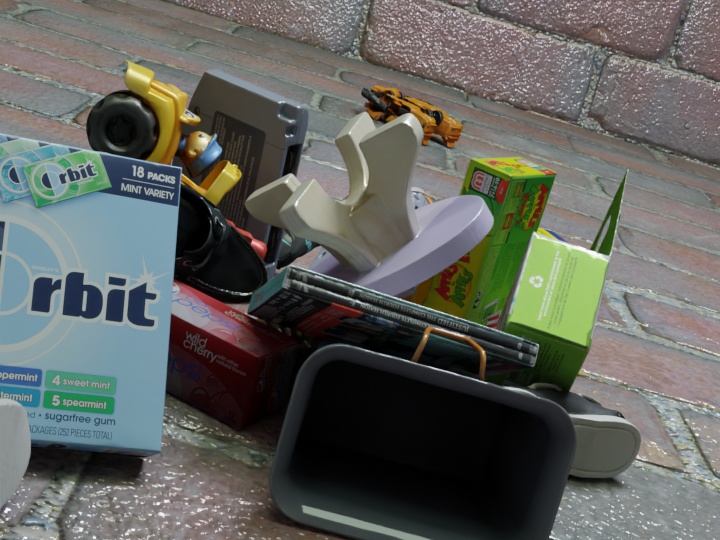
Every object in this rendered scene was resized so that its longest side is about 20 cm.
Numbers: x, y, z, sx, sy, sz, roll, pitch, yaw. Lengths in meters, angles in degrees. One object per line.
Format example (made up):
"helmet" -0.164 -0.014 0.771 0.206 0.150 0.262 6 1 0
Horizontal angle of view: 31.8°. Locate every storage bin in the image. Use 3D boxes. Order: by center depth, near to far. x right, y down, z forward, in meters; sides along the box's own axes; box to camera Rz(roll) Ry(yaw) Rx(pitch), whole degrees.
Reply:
"storage bin" 0.039 0.109 0.913 0.198 0.147 0.134 15 7 -8

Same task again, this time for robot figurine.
"robot figurine" 0.088 -0.289 2.344 0.144 0.059 0.199 1 23 -43

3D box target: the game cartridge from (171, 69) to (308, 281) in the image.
"game cartridge" -0.127 -0.086 1.238 0.132 0.202 0.041 28 24 31

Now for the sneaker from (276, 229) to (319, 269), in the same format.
"sneaker" -0.129 -0.047 1.330 0.198 0.076 0.079 9 45 37

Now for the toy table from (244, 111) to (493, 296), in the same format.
"toy table" 0.002 -0.051 1.091 0.118 0.199 0.184 56 22 -17

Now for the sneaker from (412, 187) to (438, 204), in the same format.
"sneaker" 0.083 -0.061 1.581 0.111 0.078 0.200 22 17 21

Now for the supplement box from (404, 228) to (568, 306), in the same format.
"supplement box" 0.129 0.008 1.350 0.198 0.111 0.109 10 17 -23

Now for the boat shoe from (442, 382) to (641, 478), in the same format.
"boat shoe" 0.143 0.126 1.051 0.198 0.075 0.060 9 16 -29

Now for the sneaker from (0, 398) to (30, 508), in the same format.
"sneaker" -0.267 0.114 0.707 0.087 0.076 0.200 10 15 20

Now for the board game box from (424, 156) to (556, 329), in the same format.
"board game box" 0.119 -0.006 1.224 0.047 0.202 0.101 25 19 28

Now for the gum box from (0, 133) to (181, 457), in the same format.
"gum box" -0.212 0.016 0.851 0.168 0.203 0.044 9 -16 -25

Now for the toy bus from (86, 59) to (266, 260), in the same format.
"toy bus" -0.170 -0.065 1.143 0.190 0.202 0.136 20 6 -10

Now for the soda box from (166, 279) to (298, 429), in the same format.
"soda box" -0.150 0.052 1.018 0.198 0.064 0.070 24 18 23

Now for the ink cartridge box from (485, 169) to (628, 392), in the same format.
"ink cartridge box" 0.173 0.017 1.144 0.075 0.148 0.201 17 56 4

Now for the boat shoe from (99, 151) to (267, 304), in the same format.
"boat shoe" -0.149 -0.032 1.060 0.199 0.075 0.066 41 -16 -25

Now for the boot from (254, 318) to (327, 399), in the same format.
"boot" -0.016 0.075 1.092 0.197 0.076 0.107 7 -1 -15

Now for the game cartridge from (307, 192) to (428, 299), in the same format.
"game cartridge" 0.000 0.000 1.216 0.041 0.132 0.200 57 21 -18

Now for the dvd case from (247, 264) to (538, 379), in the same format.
"dvd case" 0.020 0.045 0.974 0.198 0.022 0.146 19 -14 -11
